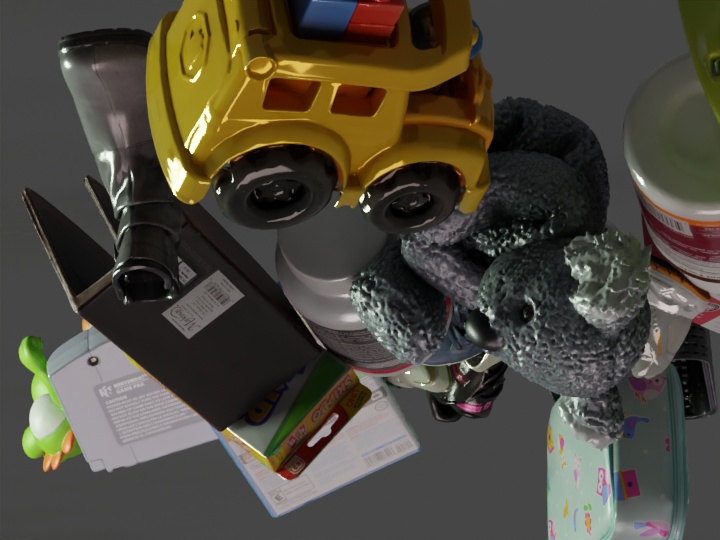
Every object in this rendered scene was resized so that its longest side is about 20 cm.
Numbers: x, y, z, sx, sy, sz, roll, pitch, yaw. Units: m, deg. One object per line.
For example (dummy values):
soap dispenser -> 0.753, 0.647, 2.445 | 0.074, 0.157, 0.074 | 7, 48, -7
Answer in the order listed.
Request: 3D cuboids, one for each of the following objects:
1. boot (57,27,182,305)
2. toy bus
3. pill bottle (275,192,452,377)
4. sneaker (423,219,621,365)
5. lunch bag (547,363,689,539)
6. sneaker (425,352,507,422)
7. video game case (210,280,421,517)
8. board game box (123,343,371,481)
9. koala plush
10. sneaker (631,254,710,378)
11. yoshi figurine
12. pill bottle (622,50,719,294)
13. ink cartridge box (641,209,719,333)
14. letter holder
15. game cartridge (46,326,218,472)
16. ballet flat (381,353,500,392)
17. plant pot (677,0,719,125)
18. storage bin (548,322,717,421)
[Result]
boot -> -0.138, -0.059, 1.269 | 0.069, 0.133, 0.200 | -5, 161, 8
toy bus -> 0.000, -0.127, 1.133 | 0.198, 0.137, 0.192 | 3, 144, -24
pill bottle -> 0.000, 0.000, 1.492 | 0.109, 0.112, 0.200 | -6, 161, 10
sneaker -> 0.109, 0.025, 1.568 | 0.199, 0.075, 0.085 | -30, -169, 24
lunch bag -> 0.204, 0.166, 1.642 | 0.076, 0.162, 0.200 | 1, 160, -9
sneaker -> 0.109, 0.084, 1.790 | 0.076, 0.085, 0.200 | 2, 161, -15
video game case -> -0.055, 0.103, 1.678 | 0.142, 0.018, 0.201 | -25, 122, 9
board game box -> -0.088, 0.076, 1.565 | 0.199, 0.096, 0.030 | 34, 162, 35
koala plush -> 0.118, 0.003, 1.317 | 0.182, 0.200, 0.179 | -16, 134, -23
sneaker -> 0.145, 0.012, 1.475 | 0.199, 0.093, 0.076 | 26, -170, 11
yoshi figurine -> -0.241, 0.092, 1.794 | 0.200, 0.113, 0.112 | -44, 178, 43
pill bottle -> 0.240, -0.058, 1.356 | 0.113, 0.115, 0.200 | -7, 161, 12
ink cartridge box -> 0.331, -0.019, 1.527 | 0.199, 0.087, 0.147 | -15, 157, 36
letter holder -> -0.138, -0.001, 1.485 | 0.100, 0.143, 0.200 | -38, 140, 5
game cartridge -> -0.149, 0.084, 1.684 | 0.198, 0.041, 0.134 | -17, 127, 2
ballet flat -> 0.073, 0.060, 1.670 | 0.199, 0.075, 0.074 | -33, 148, 28
plant pot -> 0.314, -0.096, 1.156 | 0.199, 0.183, 0.198 | -18, 156, 40
storage bin -> 0.228, 0.063, 1.735 | 0.134, 0.095, 0.200 | -7, 161, 10
